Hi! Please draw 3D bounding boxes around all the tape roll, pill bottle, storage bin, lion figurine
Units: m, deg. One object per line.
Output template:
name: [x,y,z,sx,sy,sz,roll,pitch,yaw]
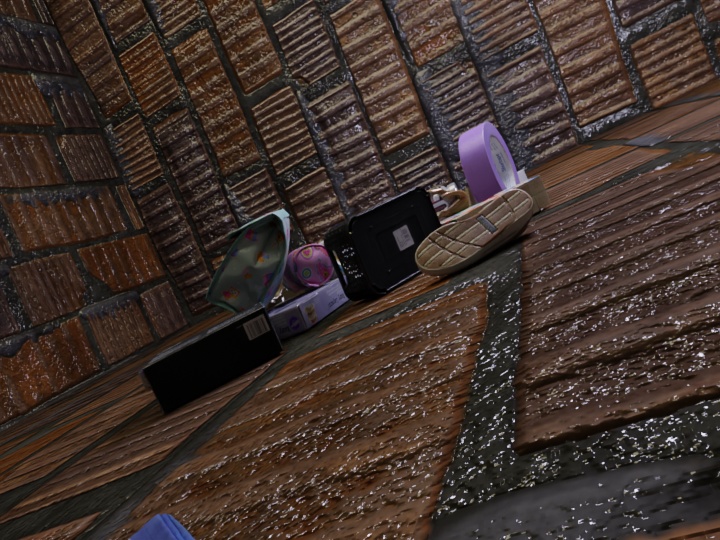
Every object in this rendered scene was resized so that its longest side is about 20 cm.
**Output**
tape roll: [0.297,-0.228,1.329,0.064,0.205,0.199,-21,5,30]
pill bottle: [0.325,-0.286,2.475,0.195,0.117,0.114,-23,4,17]
storage bin: [0.048,-0.048,1.043,0.197,0.139,0.093,-28,5,-33]
lion figurine: [0.181,-0.110,1.188,0.119,0.074,0.201,-17,-18,-17]

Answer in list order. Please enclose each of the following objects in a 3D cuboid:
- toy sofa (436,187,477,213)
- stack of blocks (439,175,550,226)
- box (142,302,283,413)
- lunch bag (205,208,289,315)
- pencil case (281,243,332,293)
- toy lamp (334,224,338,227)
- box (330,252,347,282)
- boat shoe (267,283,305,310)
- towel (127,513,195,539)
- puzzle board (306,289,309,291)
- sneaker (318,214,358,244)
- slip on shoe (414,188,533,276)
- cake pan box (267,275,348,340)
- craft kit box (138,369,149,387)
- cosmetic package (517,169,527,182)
toy sofa: [0.200,-0.105,1.361,0.197,0.101,0.082,-22,-20,37]
stack of blocks: [0.241,-0.101,1.095,0.196,0.060,0.115,-27,4,-17]
box: [-0.228,0.130,0.926,0.196,0.081,0.141,-27,7,-11]
lunch bag: [-0.194,-0.023,1.099,0.205,0.119,0.170,-64,4,5]
pencil case: [-0.112,-0.001,1.173,0.086,0.090,0.199,-26,4,-17]
toy lamp: [0.042,-0.052,1.167,0.193,0.060,0.058,7,7,3]
box: [0.016,-0.022,1.235,0.198,0.082,0.050,-30,-30,-47]
boat shoe: [-0.186,0.092,1.278,0.065,0.073,0.200,-52,-5,36]
towel: [-0.165,0.185,0.267,0.197,0.024,0.144,-28,4,-29]
puzzle board: [-0.070,0.012,1.444,0.198,0.017,0.151,-37,-11,-24]
sneaker: [-0.018,-0.079,1.382,0.194,0.078,0.105,-15,30,-14]
slip on shoe: [0.172,-0.046,0.874,0.197,0.076,0.061,-34,-34,-8]
cake pan box: [-0.128,0.082,1.115,0.180,0.054,0.199,-21,6,28]
craft kit box: [-0.376,0.188,1.350,0.194,0.050,0.199,-26,3,32]
cosmetic package: [0.444,-0.258,1.880,0.148,0.053,0.199,-26,3,33]
